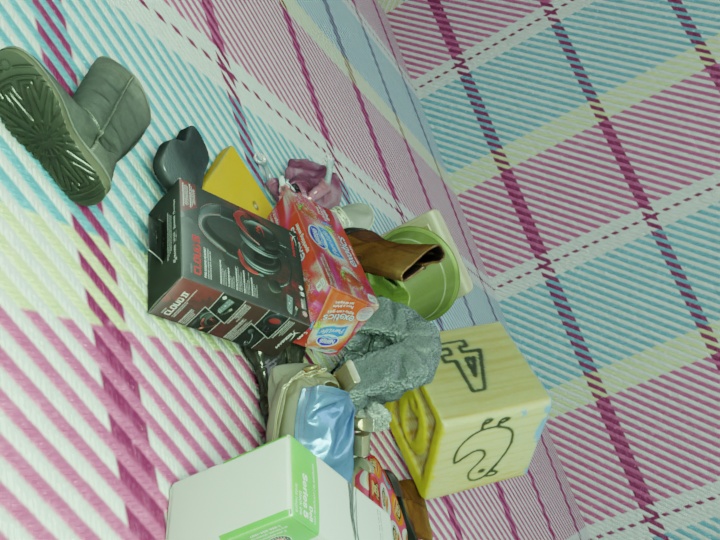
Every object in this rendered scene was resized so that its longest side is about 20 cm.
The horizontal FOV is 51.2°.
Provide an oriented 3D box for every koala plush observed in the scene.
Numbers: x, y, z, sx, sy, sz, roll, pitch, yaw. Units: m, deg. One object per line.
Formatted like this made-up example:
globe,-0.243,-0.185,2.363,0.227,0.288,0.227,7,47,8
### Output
koala plush,0.022,0.154,1.161,0.201,0.180,0.180,106,-23,-56

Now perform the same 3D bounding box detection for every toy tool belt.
toy tool belt,-0.041,0.205,0.860,0.124,0.121,0.205,-3,88,-48

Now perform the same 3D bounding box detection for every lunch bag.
lunch bag,0.014,0.361,0.961,0.201,0.081,0.178,-80,148,-63

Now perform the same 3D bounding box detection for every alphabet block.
alphabet block,0.170,0.228,1.250,0.198,0.196,0.198,-120,-152,-47

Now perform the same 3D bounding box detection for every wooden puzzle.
wooden puzzle,0.112,-0.004,1.562,0.188,0.198,0.037,64,26,-2

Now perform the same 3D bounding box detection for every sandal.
sandal,-0.236,-0.136,0.981,0.201,0.042,0.077,-93,161,-71

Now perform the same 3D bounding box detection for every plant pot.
plant pot,0.073,0.033,1.467,0.203,0.198,0.189,64,30,-3

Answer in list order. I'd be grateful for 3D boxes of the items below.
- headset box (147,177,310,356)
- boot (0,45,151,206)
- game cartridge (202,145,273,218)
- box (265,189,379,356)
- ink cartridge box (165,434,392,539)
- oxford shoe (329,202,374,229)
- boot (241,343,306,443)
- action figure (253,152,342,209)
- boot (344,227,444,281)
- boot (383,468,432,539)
headset box,-0.162,-0.004,0.875,0.198,0.075,0.151,25,38,-37
boot,-0.296,-0.186,0.803,0.202,0.071,0.184,-82,158,-50
game cartridge,-0.173,-0.068,1.088,0.178,0.032,0.201,59,21,-22
box,-0.066,0.001,1.000,0.095,0.100,0.202,23,29,-38
ink cartridge box,-0.072,0.263,0.737,0.200,0.144,0.085,49,23,-40
oxford shoe,-0.045,-0.076,1.268,0.198,0.058,0.075,-25,60,-40
boot,-0.090,0.148,0.992,0.199,0.068,0.177,-1,69,-63
action figure,-0.109,-0.133,1.295,0.200,0.131,0.152,-54,148,-68
boot,0.000,0.000,1.132,0.186,0.198,0.070,-23,116,-37
boot,0.070,0.407,1.152,0.191,0.068,0.200,66,8,28
